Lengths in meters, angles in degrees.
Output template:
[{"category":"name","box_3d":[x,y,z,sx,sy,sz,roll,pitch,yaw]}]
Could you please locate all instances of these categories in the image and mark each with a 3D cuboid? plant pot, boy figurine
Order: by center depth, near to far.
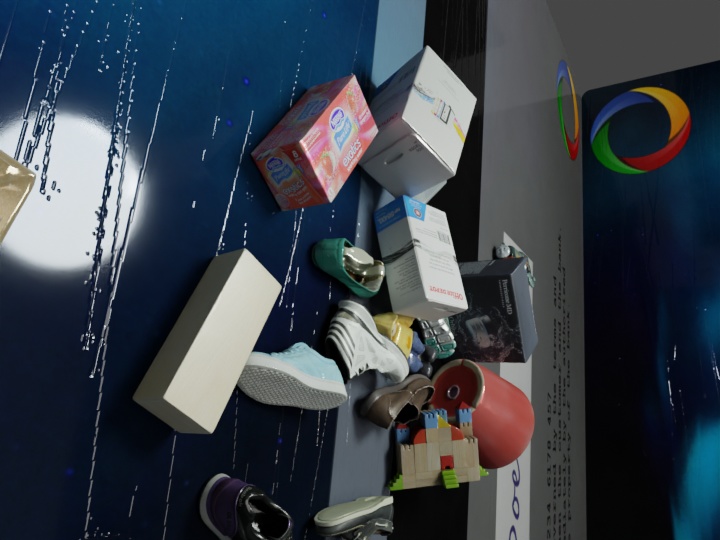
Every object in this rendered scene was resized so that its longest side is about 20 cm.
[{"category":"boy figurine","box_3d":[0.077,0.128,1.064,0.200,0.063,0.126,49,57,-47]},{"category":"plant pot","box_3d":[0.243,0.293,1.211,0.177,0.198,0.204,40,53,-35]}]

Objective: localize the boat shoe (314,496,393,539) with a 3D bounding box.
[{"category":"boat shoe","box_3d":[-0.003,0.399,0.895,0.199,0.071,0.069,25,62,-57]}]

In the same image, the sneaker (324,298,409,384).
[{"category":"sneaker","box_3d":[0.002,0.154,0.949,0.201,0.075,0.116,51,54,-31]}]

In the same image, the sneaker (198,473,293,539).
[{"category":"sneaker","box_3d":[-0.116,0.334,0.706,0.202,0.086,0.076,61,40,-34]}]

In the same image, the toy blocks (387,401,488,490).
[{"category":"toy blocks","box_3d":[0.141,0.324,1.066,0.100,0.195,0.140,151,-65,-81]}]

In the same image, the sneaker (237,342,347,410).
[{"category":"sneaker","box_3d":[-0.101,0.137,0.791,0.199,0.073,0.083,33,29,-46]}]

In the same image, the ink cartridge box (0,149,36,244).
[{"category":"ink cartridge box","box_3d":[-0.314,0.014,0.355,0.075,0.162,0.204,42,52,-44]}]

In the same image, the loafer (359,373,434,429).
[{"category":"loafer","box_3d":[0.078,0.247,1.027,0.198,0.071,0.074,-7,131,-51]}]

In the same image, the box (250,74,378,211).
[{"category":"box","box_3d":[-0.062,-0.193,0.849,0.104,0.093,0.201,62,39,-31]}]

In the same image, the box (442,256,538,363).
[{"category":"box","box_3d":[0.270,0.088,1.253,0.117,0.197,0.201,-31,112,-54]}]

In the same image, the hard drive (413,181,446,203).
[{"category":"hard drive","box_3d":[0.123,-0.217,1.207,0.200,0.032,0.142,-45,124,-51]}]

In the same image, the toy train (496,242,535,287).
[{"category":"toy train","box_3d":[0.449,-0.008,1.671,0.199,0.084,0.116,23,55,-53]}]

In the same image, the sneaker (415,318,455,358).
[{"category":"sneaker","box_3d":[0.141,0.078,1.183,0.091,0.076,0.204,-63,138,-76]}]

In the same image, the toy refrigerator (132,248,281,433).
[{"category":"toy refrigerator","box_3d":[-0.174,0.079,0.665,0.076,0.069,0.203,48,46,-34]}]

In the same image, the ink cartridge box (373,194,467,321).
[{"category":"ink cartridge box","box_3d":[0.111,-0.018,1.056,0.145,0.083,0.204,15,59,-48]}]

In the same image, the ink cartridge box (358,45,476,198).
[{"category":"ink cartridge box","box_3d":[0.098,-0.260,1.032,0.144,0.146,0.203,37,54,-24]}]

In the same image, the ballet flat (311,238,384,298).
[{"category":"ballet flat","box_3d":[0.000,0.000,0.949,0.199,0.069,0.069,31,60,-53]}]
